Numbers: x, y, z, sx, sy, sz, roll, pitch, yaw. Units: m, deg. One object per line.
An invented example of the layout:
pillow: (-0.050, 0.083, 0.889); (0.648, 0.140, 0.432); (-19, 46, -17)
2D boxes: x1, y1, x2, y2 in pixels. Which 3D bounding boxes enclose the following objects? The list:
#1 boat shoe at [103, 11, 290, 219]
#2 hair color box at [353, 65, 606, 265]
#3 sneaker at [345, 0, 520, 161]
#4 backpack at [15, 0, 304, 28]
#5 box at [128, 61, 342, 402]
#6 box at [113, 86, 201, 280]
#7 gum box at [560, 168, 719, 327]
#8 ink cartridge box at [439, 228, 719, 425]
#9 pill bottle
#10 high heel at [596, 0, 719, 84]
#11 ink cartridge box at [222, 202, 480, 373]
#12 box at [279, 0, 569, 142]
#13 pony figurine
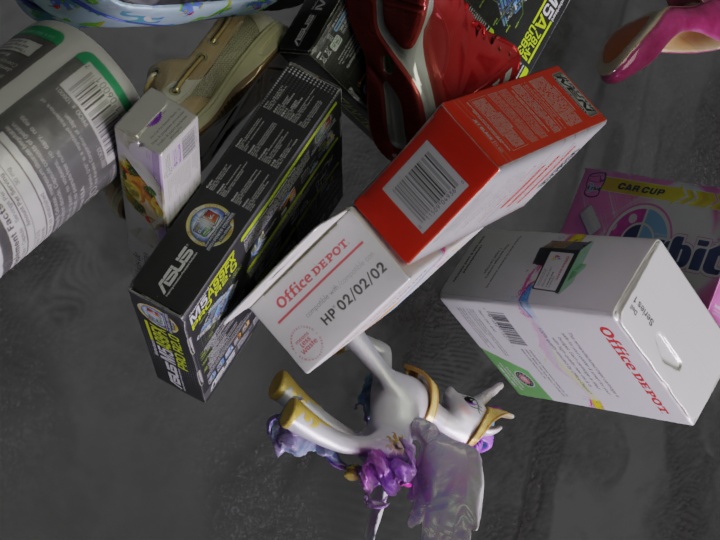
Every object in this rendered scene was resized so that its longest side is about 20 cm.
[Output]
boat shoe: (-0.125, -0.118, 1.074); (0.065, 0.072, 0.200); (35, 63, 7)
hair color box: (0.088, -0.078, 1.053); (0.061, 0.102, 0.200); (49, 30, 10)
sneaker: (0.055, -0.184, 1.077); (0.115, 0.078, 0.200); (-27, 128, -41)
backpack: (-0.146, -0.232, 1.006); (0.200, 0.154, 0.163); (-38, 118, -57)
box: (-0.080, -0.023, 1.052); (0.200, 0.044, 0.160); (-57, 166, -21)
box: (-0.132, -0.041, 1.002); (0.041, 0.039, 0.200); (-50, 163, -26)
gum box: (0.262, -0.018, 1.332); (0.066, 0.200, 0.114); (27, 81, -40)
ink cartridge box: (0.189, 0.044, 1.262); (0.145, 0.200, 0.084); (49, 63, -31)
pill bottle: (-0.237, -0.059, 0.938); (0.200, 0.113, 0.113); (-45, 120, -30)
high heel: (0.294, -0.209, 1.435); (0.096, 0.067, 0.200); (55, 45, -17)
ink cartridge box: (0.000, 0.000, 1.070); (0.068, 0.115, 0.200); (49, 29, 5)
box: (0.055, -0.190, 1.143); (0.193, 0.047, 0.200); (39, 74, -40)
pony figurine: (0.024, 0.135, 1.171); (0.200, 0.166, 0.193); (32, 60, -21)
